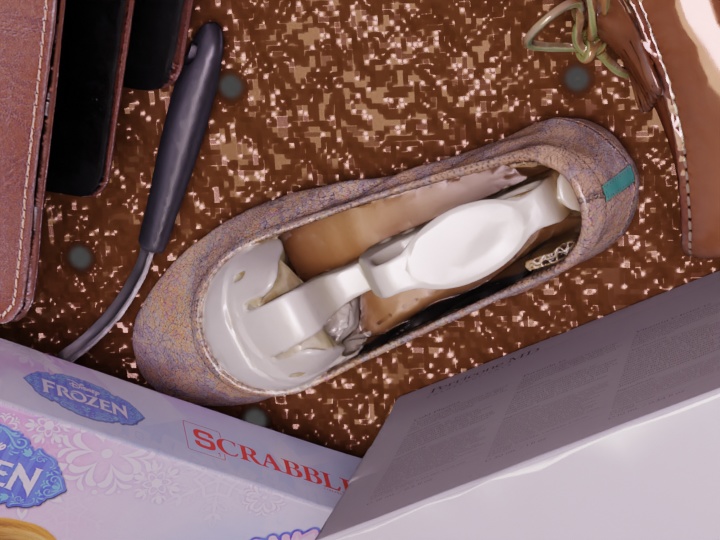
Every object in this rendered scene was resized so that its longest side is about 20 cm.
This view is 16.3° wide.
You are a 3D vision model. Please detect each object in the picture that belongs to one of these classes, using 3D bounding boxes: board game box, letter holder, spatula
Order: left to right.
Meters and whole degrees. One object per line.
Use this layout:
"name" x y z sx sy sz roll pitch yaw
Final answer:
"letter holder" -0.168 -0.084 0.846 0.199 0.101 0.143 21 120 17
"board game box" -0.121 0.125 0.888 0.199 0.041 0.200 19 117 -24
"spatula" -0.087 0.004 0.903 0.020 0.057 0.201 18 102 -23

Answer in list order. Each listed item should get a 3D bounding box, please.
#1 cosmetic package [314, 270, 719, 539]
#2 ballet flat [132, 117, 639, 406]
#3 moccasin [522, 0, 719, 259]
"cosmetic package" 0.095 0.050 0.819 0.199 0.151 0.052 -22 102 17
"ballet flat" 0.000 0.000 0.868 0.199 0.067 0.068 -26 99 17
"moccasin" 0.090 -0.102 0.817 0.077 0.074 0.202 -13 101 14
